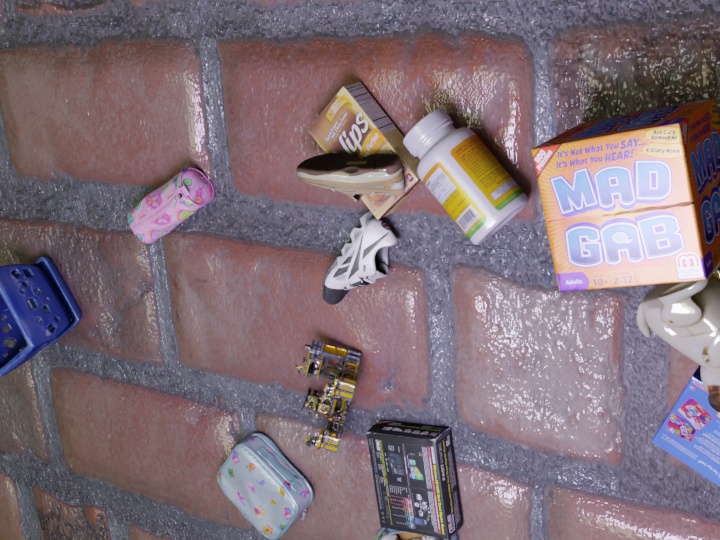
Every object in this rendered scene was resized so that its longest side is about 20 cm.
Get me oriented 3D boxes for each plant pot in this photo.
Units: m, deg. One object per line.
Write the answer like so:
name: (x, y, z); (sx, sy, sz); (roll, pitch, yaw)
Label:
plant pot: (-0.762, 0.095, 2.171); (0.199, 0.179, 0.201); (-32, 89, 38)

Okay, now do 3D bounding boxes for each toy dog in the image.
toy dog: (0.494, 0.100, 1.344); (0.194, 0.139, 0.201); (-37, 87, 40)

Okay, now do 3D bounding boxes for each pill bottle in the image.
pill bottle: (0.159, -0.150, 1.493); (0.201, 0.111, 0.111); (51, 127, 8)

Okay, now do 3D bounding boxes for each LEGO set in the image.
LEGO set: (-0.075, 0.228, 1.766); (0.115, 0.154, 0.201); (15, 131, -1)

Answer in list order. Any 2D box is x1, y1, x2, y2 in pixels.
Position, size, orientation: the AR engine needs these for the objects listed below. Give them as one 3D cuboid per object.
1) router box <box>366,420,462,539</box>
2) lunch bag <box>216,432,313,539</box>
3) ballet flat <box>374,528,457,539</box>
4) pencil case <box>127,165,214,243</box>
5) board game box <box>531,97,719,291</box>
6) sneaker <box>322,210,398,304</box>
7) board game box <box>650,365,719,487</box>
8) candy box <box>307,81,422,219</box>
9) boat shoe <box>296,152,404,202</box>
router box: (0.100, 0.381, 1.760); (0.149, 0.062, 0.202); (1, 106, 35)
lunch bag: (-0.192, 0.444, 1.977); (0.200, 0.077, 0.161); (43, 124, 13)
ballet flat: (0.090, 0.519, 1.819); (0.199, 0.074, 0.075); (-22, 94, 38)
pencil case: (-0.375, -0.128, 1.885); (0.199, 0.087, 0.088); (-27, 91, 39)
board game box: (0.377, -0.103, 1.304); (0.198, 0.199, 0.202); (-6, 104, 35)
sneaker: (0.000, 0.000, 1.681); (0.088, 0.074, 0.201); (41, 126, 17)
board game box: (0.552, 0.253, 1.417); (0.199, 0.045, 0.135); (34, 123, 20)
candy box: (0.014, -0.201, 1.608); (0.201, 0.055, 0.115); (52, 128, 6)
boat shoe: (-0.017, -0.146, 1.578); (0.198, 0.072, 0.077); (8, 130, 35)
